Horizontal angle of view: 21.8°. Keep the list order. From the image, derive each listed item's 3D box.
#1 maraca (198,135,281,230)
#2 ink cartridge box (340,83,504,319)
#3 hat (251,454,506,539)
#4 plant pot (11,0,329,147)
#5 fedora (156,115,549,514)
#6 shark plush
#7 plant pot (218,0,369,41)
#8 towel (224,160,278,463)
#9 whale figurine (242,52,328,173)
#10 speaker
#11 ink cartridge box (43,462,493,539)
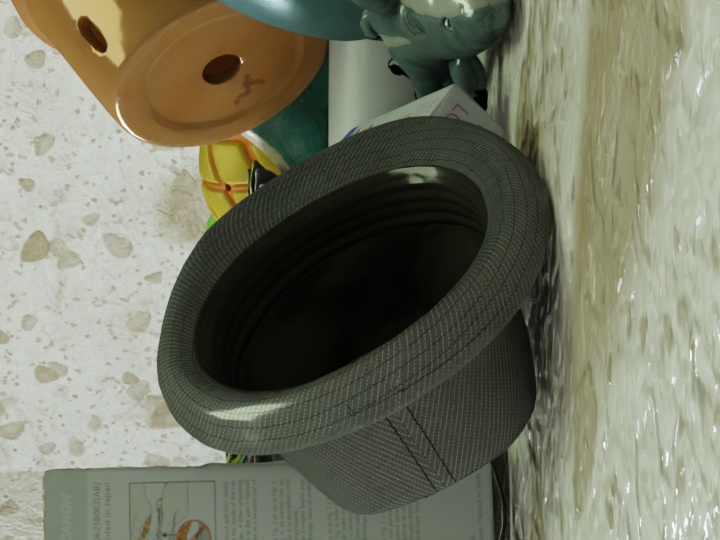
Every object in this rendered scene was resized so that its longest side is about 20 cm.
[{"bbox_3d":[-0.064,-0.059,1.369,0.137,0.107,0.201,41,135,30],"label":"maraca"},{"bbox_3d":[-0.006,-0.028,0.952,0.120,0.042,0.200,-51,13,-12],"label":"ink cartridge box"},{"bbox_3d":[-0.008,0.113,0.940,0.200,0.080,0.202,5,96,63],"label":"hat"},{"bbox_3d":[-0.106,-0.170,1.111,0.201,0.199,0.141,93,154,-58],"label":"plant pot"},{"bbox_3d":[0.009,0.028,0.769,0.091,0.176,0.200,59,179,-27],"label":"fedora"},{"bbox_3d":[0.033,-0.106,0.909,0.084,0.091,0.200,57,158,15],"label":"shark plush"},{"bbox_3d":[-0.015,-0.201,0.977,0.135,0.199,0.201,54,-158,-37],"label":"plant pot"},{"bbox_3d":[-0.057,0.032,1.221,0.144,0.023,0.202,0,-86,-80],"label":"towel"},{"bbox_3d":[-0.015,-0.140,1.238,0.104,0.159,0.200,-37,14,36],"label":"whale figurine"},{"bbox_3d":[0.019,-0.057,1.119,0.081,0.081,0.201,-94,5,-64],"label":"speaker"},{"bbox_3d":[-0.038,0.163,0.808,0.057,0.199,0.164,147,122,-75],"label":"ink cartridge box"}]
